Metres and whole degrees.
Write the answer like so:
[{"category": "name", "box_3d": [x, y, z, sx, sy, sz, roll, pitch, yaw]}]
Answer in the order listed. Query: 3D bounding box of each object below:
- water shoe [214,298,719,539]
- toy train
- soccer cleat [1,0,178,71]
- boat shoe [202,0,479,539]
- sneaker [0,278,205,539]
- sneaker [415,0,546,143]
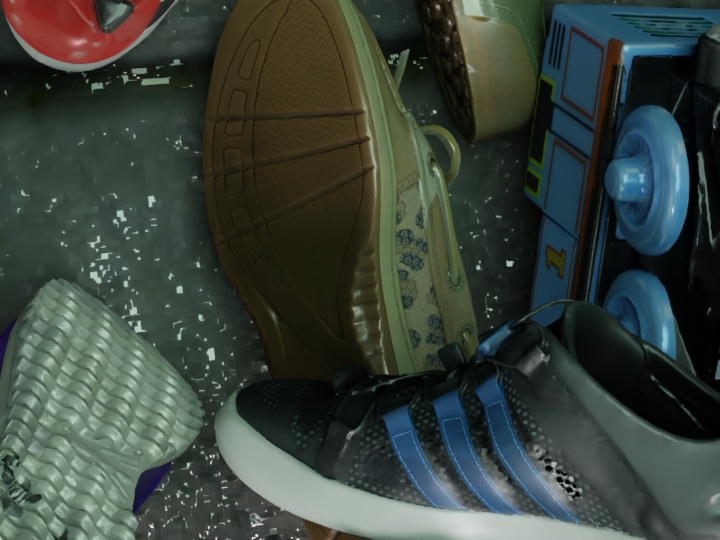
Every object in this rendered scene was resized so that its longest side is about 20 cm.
[{"category": "water shoe", "box_3d": [0.051, 0.042, 0.857, 0.200, 0.071, 0.079, 11, 108, 23]}, {"category": "toy train", "box_3d": [0.099, 0.011, 0.930, 0.087, 0.114, 0.200, 0, 109, -20]}, {"category": "soccer cleat", "box_3d": [-0.047, -0.149, 0.927, 0.069, 0.085, 0.200, 33, 87, 0]}, {"category": "boat shoe", "box_3d": [0.000, 0.000, 0.954, 0.063, 0.073, 0.200, -16, 99, -52]}, {"category": "sneaker", "box_3d": [-0.111, 0.078, 0.875, 0.070, 0.200, 0.100, 42, 112, -12]}, {"category": "sneaker", "box_3d": [0.053, -0.150, 0.964, 0.090, 0.067, 0.200, -14, 89, -9]}]
